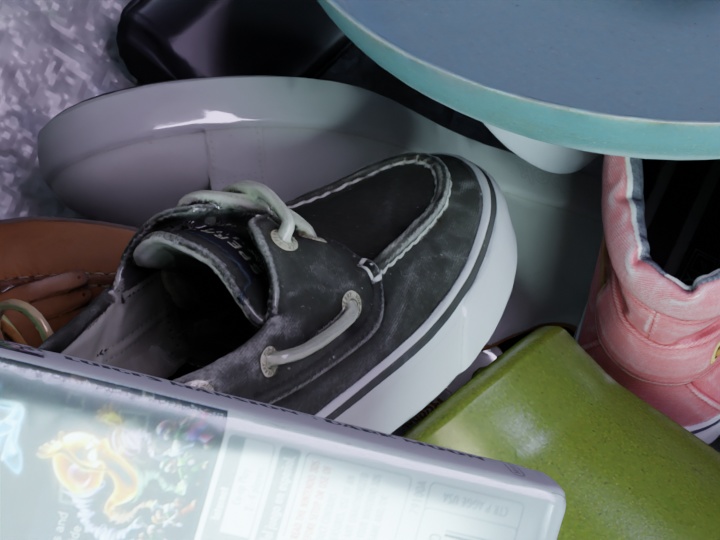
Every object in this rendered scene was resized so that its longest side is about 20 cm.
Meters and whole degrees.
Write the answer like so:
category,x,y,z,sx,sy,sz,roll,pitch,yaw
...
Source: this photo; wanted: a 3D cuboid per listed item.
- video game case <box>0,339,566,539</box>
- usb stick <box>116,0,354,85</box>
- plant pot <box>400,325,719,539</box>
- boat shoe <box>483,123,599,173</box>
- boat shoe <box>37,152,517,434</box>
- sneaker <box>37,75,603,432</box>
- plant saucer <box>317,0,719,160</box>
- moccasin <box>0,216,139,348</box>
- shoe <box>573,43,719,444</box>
category,x,y,z,sx,sy,sz,roll,pitch,yaw
video game case,-0.067,0.120,0.651,0.182,0.023,0.200,14,98,-15
usb stick,0.008,-0.116,0.904,0.055,0.033,0.200,45,71,-2
plant pot,0.064,0.125,0.796,0.200,0.200,0.193,-36,85,-37
boat shoe,0.077,-0.110,0.934,0.069,0.057,0.200,34,40,-14
boat shoe,-0.027,0.014,0.738,0.200,0.071,0.064,-44,131,-42
sneaker,0.000,0.000,0.861,0.200,0.073,0.085,12,63,-31
plant saucer,0.077,-0.084,0.830,0.200,0.027,0.200,3,34,-2
moccasin,-0.113,0.027,0.763,0.201,0.074,0.078,2,27,-34
shoe,0.116,-0.046,0.868,0.071,0.091,0.200,21,59,8
